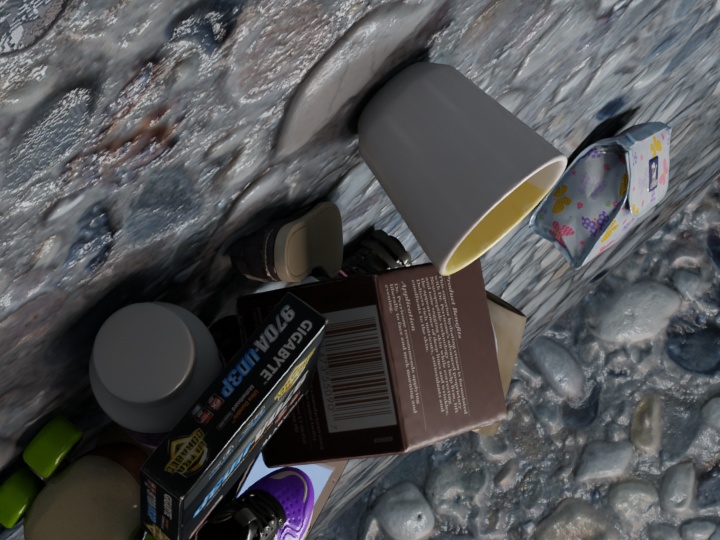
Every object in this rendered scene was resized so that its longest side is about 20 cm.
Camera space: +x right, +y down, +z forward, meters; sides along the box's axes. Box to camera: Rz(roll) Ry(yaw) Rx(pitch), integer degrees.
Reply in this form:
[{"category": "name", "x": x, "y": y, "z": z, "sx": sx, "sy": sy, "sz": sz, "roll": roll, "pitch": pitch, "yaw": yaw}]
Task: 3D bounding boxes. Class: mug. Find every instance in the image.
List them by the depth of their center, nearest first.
[{"category": "mug", "x": 0.068, "y": -0.090, "z": 1.520, "sx": 0.149, "sy": 0.153, "sz": 0.187, "roll": -29, "pitch": 163, "yaw": -49}]

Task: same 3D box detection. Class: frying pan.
[{"category": "frying pan", "x": -0.123, "y": 0.105, "z": 1.619, "sx": 0.115, "sy": 0.031, "sz": 0.190, "roll": -60, "pitch": -151, "yaw": -4}]

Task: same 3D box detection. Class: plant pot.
[{"category": "plant pot", "x": 0.148, "y": 0.113, "z": 2.469, "sx": 0.174, "sy": 0.199, "sz": 0.200, "roll": -62, "pitch": 165, "yaw": 6}]

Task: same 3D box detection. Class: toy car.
[{"category": "toy car", "x": -0.220, "y": 0.198, "z": 1.621, "sx": 0.158, "sy": 0.164, "sz": 0.200, "roll": -50, "pitch": 178, "yaw": 33}]

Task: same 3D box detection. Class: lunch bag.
[{"category": "lunch bag", "x": 0.357, "y": -0.117, "z": 2.436, "sx": 0.201, "sy": 0.127, "sz": 0.169, "roll": -57, "pitch": 165, "yaw": 28}]

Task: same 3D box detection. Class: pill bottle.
[{"category": "pill bottle", "x": -0.172, "y": 0.090, "z": 1.470, "sx": 0.112, "sy": 0.112, "sz": 0.200, "roll": -41, "pitch": 169, "yaw": -8}]

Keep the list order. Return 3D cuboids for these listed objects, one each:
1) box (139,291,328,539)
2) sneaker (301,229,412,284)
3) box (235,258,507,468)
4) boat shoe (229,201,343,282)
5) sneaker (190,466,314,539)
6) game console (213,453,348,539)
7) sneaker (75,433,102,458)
[{"category": "box", "x": -0.109, "y": 0.130, "z": 1.440, "sx": 0.200, "sy": 0.046, "sz": 0.159, "roll": -51, "pitch": 170, "yaw": -25}, {"category": "sneaker", "x": 0.000, "y": 0.000, "z": 1.832, "sx": 0.099, "sy": 0.071, "sz": 0.200, "roll": -47, "pitch": 172, "yaw": 6}, {"category": "box", "x": 0.013, "y": 0.086, "z": 1.627, "sx": 0.163, "sy": 0.167, "sz": 0.199, "roll": -11, "pitch": 178, "yaw": 33}, {"category": "boat shoe", "x": -0.065, "y": -0.025, "z": 1.601, "sx": 0.062, "sy": 0.073, "sz": 0.200, "roll": -1, "pitch": -174, "yaw": 16}, {"category": "sneaker", "x": -0.102, "y": 0.235, "z": 1.526, "sx": 0.200, "sy": 0.069, "sz": 0.100, "roll": -43, "pitch": 162, "yaw": -36}, {"category": "game console", "x": -0.104, "y": 0.257, "z": 1.675, "sx": 0.201, "sy": 0.118, "sz": 0.172, "roll": -62, "pitch": -176, "yaw": 13}, {"category": "sneaker", "x": -0.254, "y": 0.269, "z": 1.701, "sx": 0.075, "sy": 0.113, "sz": 0.201, "roll": 22, "pitch": 92, "yaw": -62}]
